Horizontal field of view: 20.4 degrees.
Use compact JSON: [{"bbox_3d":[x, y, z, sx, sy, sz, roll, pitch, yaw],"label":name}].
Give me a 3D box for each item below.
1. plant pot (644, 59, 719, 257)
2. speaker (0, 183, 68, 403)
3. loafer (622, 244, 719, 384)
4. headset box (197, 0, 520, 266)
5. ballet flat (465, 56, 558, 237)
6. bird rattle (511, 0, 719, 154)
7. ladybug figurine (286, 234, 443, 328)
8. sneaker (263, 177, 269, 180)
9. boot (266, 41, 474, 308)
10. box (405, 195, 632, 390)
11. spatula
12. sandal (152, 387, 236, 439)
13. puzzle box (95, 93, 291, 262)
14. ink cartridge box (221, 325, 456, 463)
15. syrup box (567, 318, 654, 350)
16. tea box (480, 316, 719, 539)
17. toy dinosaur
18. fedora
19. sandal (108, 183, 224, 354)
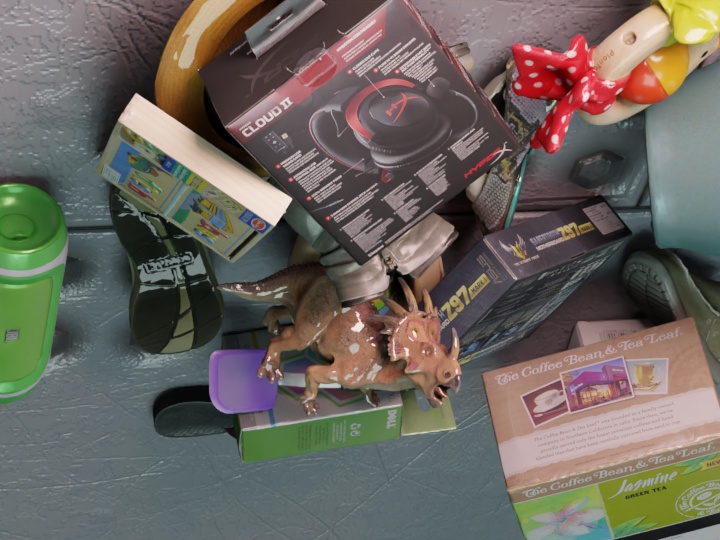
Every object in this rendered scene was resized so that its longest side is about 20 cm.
[{"bbox_3d":[0.323,-0.091,1.595,0.187,0.201,0.200,-3,145,10],"label":"plant pot"},{"bbox_3d":[-0.285,0.021,1.612,0.088,0.089,0.200,-1,142,-17],"label":"speaker"},{"bbox_3d":[0.303,0.029,1.848,0.070,0.075,0.200,-48,140,-8],"label":"loafer"},{"bbox_3d":[-0.005,-0.118,1.393,0.149,0.075,0.200,-37,133,9],"label":"headset box"},{"bbox_3d":[0.114,-0.102,1.614,0.072,0.072,0.201,-1,141,-18],"label":"ballet flat"},{"bbox_3d":[0.208,-0.154,1.492,0.200,0.113,0.163,-47,158,6],"label":"bird rattle"},{"bbox_3d":[0.000,0.000,1.691,0.135,0.072,0.200,-9,143,-6],"label":"ladybug figurine"},{"bbox_3d":[-0.035,-0.083,1.593,0.199,0.077,0.082,-4,169,-13],"label":"sneaker"},{"bbox_3d":[0.034,-0.071,1.528,0.200,0.131,0.068,-39,-177,-1],"label":"boot"},{"bbox_3d":[0.124,0.017,1.699,0.200,0.051,0.158,-19,156,-51],"label":"box"},{"bbox_3d":[-0.033,0.095,1.733,0.199,0.057,0.021,0,-174,-10],"label":"spatula"},{"bbox_3d":[-0.092,0.140,1.864,0.200,0.048,0.075,-6,143,-10],"label":"sandal"},{"bbox_3d":[-0.126,-0.063,1.469,0.133,0.025,0.200,33,167,-5],"label":"puzzle box"},{"bbox_3d":[-0.019,0.100,1.790,0.199,0.104,0.059,-8,144,-8],"label":"ink cartridge box"},{"bbox_3d":[0.233,0.138,1.944,0.078,0.082,0.200,-2,142,-11],"label":"syrup box"},{"bbox_3d":[0.232,0.168,1.807,0.199,0.134,0.197,-16,141,7],"label":"tea box"},{"bbox_3d":[-0.010,0.042,1.604,0.200,0.086,0.136,39,122,1],"label":"toy dinosaur"},{"bbox_3d":[-0.063,-0.163,1.442,0.200,0.082,0.201,-12,133,-13],"label":"fedora"},{"bbox_3d":[-0.158,-0.011,1.644,0.080,0.057,0.201,-7,129,-1],"label":"sandal"}]
